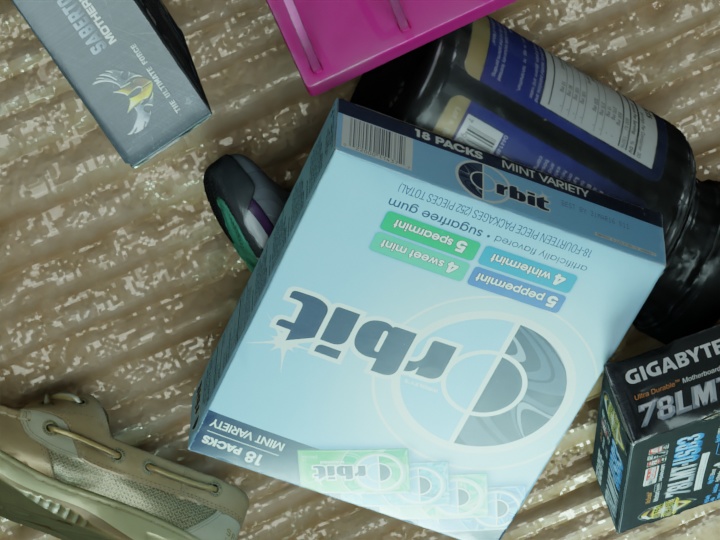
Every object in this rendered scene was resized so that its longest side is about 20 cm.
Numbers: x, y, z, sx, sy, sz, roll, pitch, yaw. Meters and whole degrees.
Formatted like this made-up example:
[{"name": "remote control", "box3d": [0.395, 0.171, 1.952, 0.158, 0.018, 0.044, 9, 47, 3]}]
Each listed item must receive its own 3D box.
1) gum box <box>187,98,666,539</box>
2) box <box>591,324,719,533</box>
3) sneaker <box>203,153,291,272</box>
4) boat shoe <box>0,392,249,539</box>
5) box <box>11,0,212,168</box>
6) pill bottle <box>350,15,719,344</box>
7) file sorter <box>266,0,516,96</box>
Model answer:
[{"name": "gum box", "box3d": [0.029, 0.031, 1.339, 0.169, 0.045, 0.201, 19, 127, -12]}, {"name": "box", "box3d": [0.217, 0.062, 1.396, 0.197, 0.200, 0.050, -17, 71, -2]}, {"name": "sneaker", "box3d": [0.000, 0.000, 1.407, 0.087, 0.074, 0.200, -40, 121, -5]}, {"name": "boat shoe", "box3d": [-0.153, 0.097, 1.417, 0.199, 0.071, 0.065, 29, 67, -9]}, {"name": "box", "box3d": [-0.147, -0.157, 1.276, 0.051, 0.158, 0.201, -32, 111, 4]}, {"name": "pill bottle", "box3d": [0.095, -0.044, 1.377, 0.199, 0.112, 0.112, 29, 102, -17]}, {"name": "file sorter", "box3d": [0.031, -0.202, 1.275, 0.199, 0.126, 0.140, -25, 71, 0]}]
